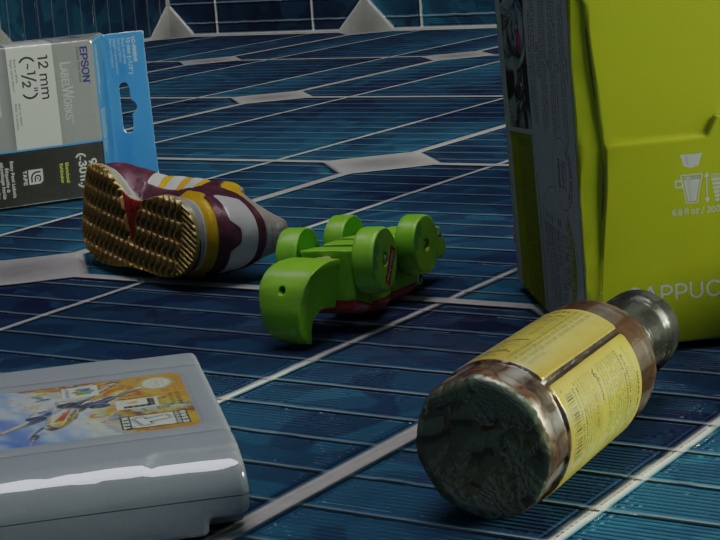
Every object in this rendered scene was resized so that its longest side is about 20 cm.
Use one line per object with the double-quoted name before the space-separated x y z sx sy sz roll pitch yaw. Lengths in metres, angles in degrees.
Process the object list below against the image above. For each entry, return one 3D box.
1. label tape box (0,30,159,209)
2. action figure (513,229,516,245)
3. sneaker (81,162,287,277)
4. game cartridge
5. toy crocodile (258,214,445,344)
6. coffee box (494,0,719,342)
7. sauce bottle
"label tape box" -0.279 -0.139 1.641 0.198 0.145 0.066 -9 12 -21
"action figure" 0.197 -0.054 1.178 0.198 0.100 0.065 -7 10 1
"sneaker" -0.131 -0.034 1.284 0.089 0.076 0.200 -2 15 -33
"game cartridge" -0.127 0.079 0.800 0.132 0.042 0.200 -2 11 -12
"toy crocodile" 0.000 0.000 1.095 0.067 0.062 0.200 0 8 22
"coffee box" 0.196 -0.079 1.027 0.198 0.202 0.198 -6 12 -6
"sauce bottle" 0.092 0.050 0.785 0.064 0.065 0.200 2 12 29
